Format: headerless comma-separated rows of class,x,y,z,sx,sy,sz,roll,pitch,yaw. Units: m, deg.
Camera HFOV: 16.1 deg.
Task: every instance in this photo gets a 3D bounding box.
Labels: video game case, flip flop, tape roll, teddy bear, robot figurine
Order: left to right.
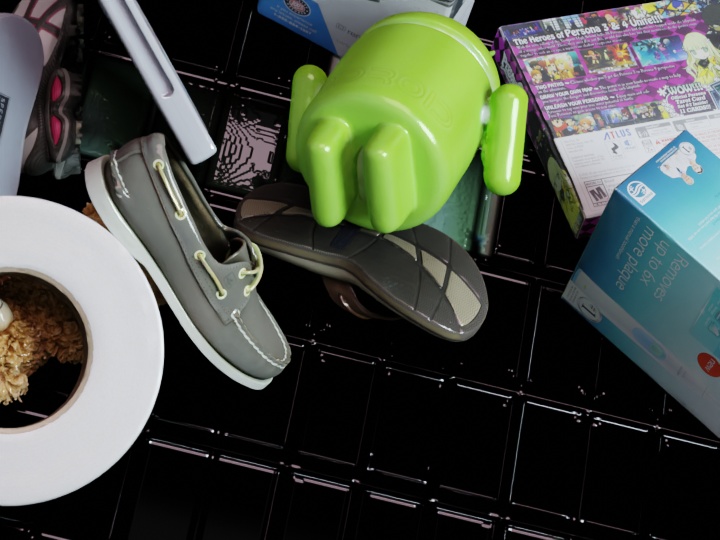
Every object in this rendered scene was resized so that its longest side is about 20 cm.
tape roll,-0.227,0.052,1.631,0.203,0.037,0.203,1,87,-11
teddy bear,-0.205,0.012,1.711,0.200,0.067,0.145,-18,61,-23
video game case,-0.151,-0.159,1.728,0.024,0.200,0.182,-30,97,-2
flip flop,0.000,0.000,1.778,0.200,0.058,0.081,21,44,21
robot figurine,0.028,-0.106,1.772,0.175,0.116,0.200,5,35,21
video game case,0.221,-0.120,1.917,0.200,0.036,0.181,-11,61,-20

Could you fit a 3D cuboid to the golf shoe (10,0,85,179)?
golf shoe,-0.239,-0.158,1.812,0.088,0.077,0.200,1,56,-4

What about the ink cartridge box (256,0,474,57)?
ink cartridge box,0.018,-0.243,1.850,0.145,0.200,0.084,29,55,7

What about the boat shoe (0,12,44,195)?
boat shoe,-0.274,-0.081,1.713,0.074,0.068,0.199,25,64,-35

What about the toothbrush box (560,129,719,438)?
toothbrush box,0.254,0.025,1.764,0.200,0.146,0.085,42,59,14

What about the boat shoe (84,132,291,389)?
boat shoe,-0.102,-0.005,1.689,0.202,0.060,0.072,53,19,-24
